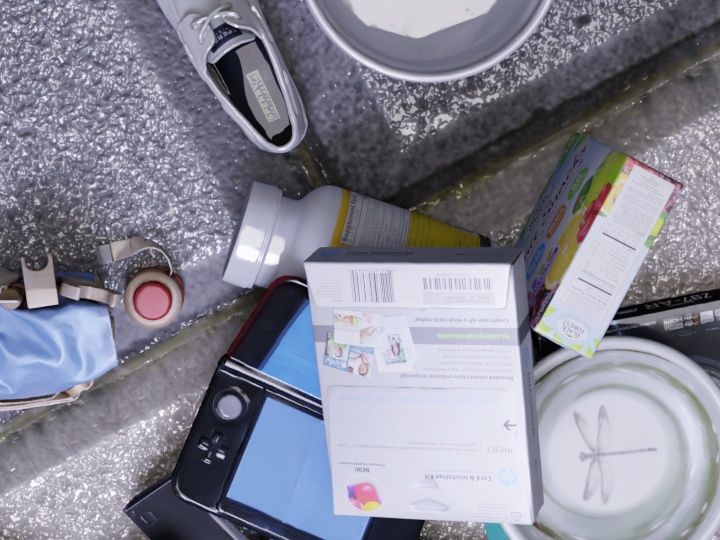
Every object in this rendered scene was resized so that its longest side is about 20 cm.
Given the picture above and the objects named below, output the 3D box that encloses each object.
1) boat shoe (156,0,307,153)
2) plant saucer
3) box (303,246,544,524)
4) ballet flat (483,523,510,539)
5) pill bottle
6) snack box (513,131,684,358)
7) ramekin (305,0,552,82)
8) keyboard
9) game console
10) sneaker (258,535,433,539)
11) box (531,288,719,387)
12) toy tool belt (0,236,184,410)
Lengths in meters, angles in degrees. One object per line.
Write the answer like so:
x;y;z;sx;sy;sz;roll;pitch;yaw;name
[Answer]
-0.099;-0.180;1.452;0.074;0.065;0.200;-35;100;2;boat shoe
0.195;0.145;1.488;0.200;0.050;0.200;-1;100;-3;plant saucer
0.047;0.082;1.369;0.156;0.041;0.200;0;108;20;box
0.117;0.162;1.531;0.065;0.070;0.200;-28;104;-25;ballet flat
0.000;0.000;1.464;0.200;0.112;0.112;18;97;-6;pill bottle
0.166;-0.024;1.427;0.053;0.200;0.142;28;96;-8;snack box
0.049;-0.244;1.433;0.200;0.105;0.200;-1;99;-3;ramekin
-0.110;0.250;1.516;0.200;0.021;0.127;48;130;-9;keyboard
-0.017;0.126;1.438;0.200;0.119;0.172;25;74;-10;game console
0.016;0.222;1.522;0.200;0.074;0.079;11;93;-5;sneaker
0.248;0.105;1.533;0.200;0.044;0.160;-10;99;-2;box
-0.233;0.045;1.450;0.200;0.123;0.125;-11;100;-2;toy tool belt
